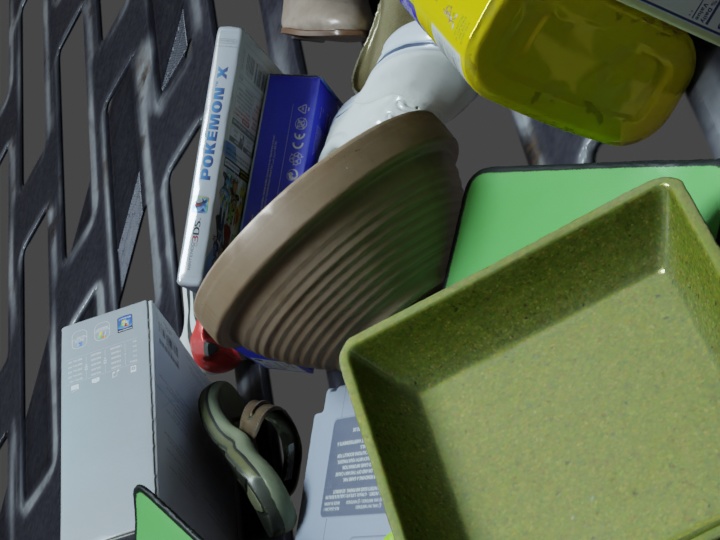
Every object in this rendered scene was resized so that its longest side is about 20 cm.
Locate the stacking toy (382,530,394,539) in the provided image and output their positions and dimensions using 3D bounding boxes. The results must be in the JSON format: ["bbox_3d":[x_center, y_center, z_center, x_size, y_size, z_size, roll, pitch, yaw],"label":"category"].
[{"bbox_3d":[0.040,0.173,0.850,0.200,0.116,0.110,-46,71,26],"label":"stacking toy"}]

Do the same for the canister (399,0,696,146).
[{"bbox_3d":[0.089,-0.160,0.913,0.087,0.148,0.200,-61,32,21],"label":"canister"}]

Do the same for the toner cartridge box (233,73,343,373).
[{"bbox_3d":[-0.050,-0.033,1.153,0.043,0.095,0.200,6,76,17],"label":"toner cartridge box"}]

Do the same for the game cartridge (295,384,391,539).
[{"bbox_3d":[0.024,0.131,0.990,0.200,0.041,0.133,-17,64,58],"label":"game cartridge"}]

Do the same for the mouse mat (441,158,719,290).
[{"bbox_3d":[0.113,0.016,0.874,0.200,0.008,0.161,3,76,49],"label":"mouse mat"}]

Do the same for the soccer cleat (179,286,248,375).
[{"bbox_3d":[-0.109,-0.015,1.290,0.085,0.069,0.200,7,86,59],"label":"soccer cleat"}]

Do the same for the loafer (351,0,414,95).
[{"bbox_3d":[0.038,-0.204,1.116,0.200,0.067,0.076,-63,29,19],"label":"loafer"}]

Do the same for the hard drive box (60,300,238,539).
[{"bbox_3d":[-0.154,0.150,1.172,0.077,0.156,0.200,-18,48,10],"label":"hard drive box"}]

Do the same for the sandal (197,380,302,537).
[{"bbox_3d":[-0.067,0.131,1.136,0.057,0.080,0.201,-31,22,-7],"label":"sandal"}]

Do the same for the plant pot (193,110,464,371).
[{"bbox_3d":[0.000,0.000,0.996,0.093,0.201,0.201,50,129,13],"label":"plant pot"}]

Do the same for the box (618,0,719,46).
[{"bbox_3d":[0.113,-0.225,0.841,0.097,0.200,0.176,-60,29,22],"label":"box"}]

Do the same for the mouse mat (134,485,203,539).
[{"bbox_3d":[-0.102,0.251,1.006,0.161,0.008,0.200,32,127,44],"label":"mouse mat"}]

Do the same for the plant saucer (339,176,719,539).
[{"bbox_3d":[0.106,0.076,0.768,0.200,0.048,0.200,-28,47,10],"label":"plant saucer"}]

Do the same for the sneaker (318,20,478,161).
[{"bbox_3d":[0.028,-0.100,1.070,0.200,0.073,0.071,135,154,-62],"label":"sneaker"}]

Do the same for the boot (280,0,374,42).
[{"bbox_3d":[-0.024,-0.253,1.240,0.200,0.070,0.146,-152,68,-72],"label":"boot"}]

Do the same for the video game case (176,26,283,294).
[{"bbox_3d":[-0.081,-0.062,1.164,0.200,0.022,0.183,40,-122,-75],"label":"video game case"}]
